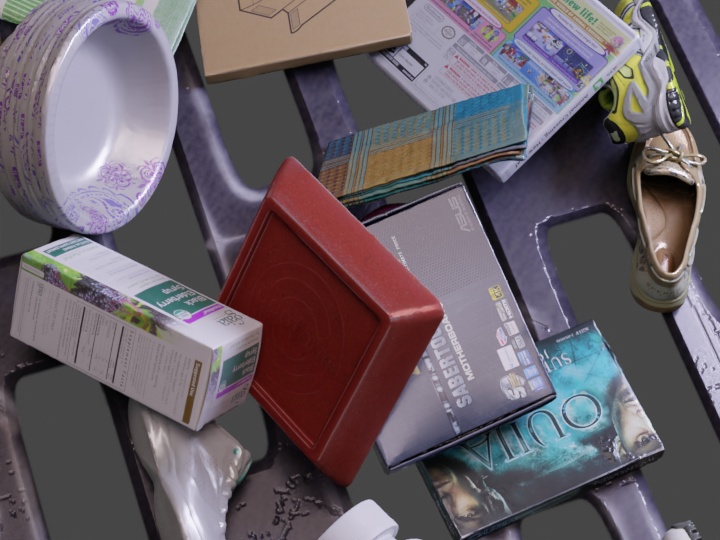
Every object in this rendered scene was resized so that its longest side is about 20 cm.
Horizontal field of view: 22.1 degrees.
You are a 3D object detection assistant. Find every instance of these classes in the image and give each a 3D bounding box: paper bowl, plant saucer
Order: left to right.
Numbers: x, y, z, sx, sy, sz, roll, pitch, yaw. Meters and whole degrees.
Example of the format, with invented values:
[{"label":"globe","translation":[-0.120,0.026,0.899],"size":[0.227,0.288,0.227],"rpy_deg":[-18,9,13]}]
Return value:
[{"label":"paper bowl","translation":[-0.251,-0.138,1.589],"size":[0.103,0.201,0.202],"rpy_deg":[13,60,26]},{"label":"plant saucer","translation":[-0.045,0.045,1.503],"size":[0.037,0.201,0.200],"rpy_deg":[-13,49,-48]}]

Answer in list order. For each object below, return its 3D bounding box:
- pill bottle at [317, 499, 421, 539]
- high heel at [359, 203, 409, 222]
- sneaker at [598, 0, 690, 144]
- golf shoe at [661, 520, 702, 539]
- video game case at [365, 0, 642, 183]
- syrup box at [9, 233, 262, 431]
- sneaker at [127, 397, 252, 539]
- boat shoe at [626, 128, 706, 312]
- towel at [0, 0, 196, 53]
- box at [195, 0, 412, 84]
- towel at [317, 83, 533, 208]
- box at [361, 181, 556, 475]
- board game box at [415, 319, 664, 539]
[{"label":"pill bottle","translation":[0.046,0.282,1.444],"size":[0.109,0.110,0.200],"rpy_deg":[-39,72,-22]},{"label":"high heel","translation":[0.000,0.000,1.604],"size":[0.198,0.068,0.097],"rpy_deg":[-6,59,6]},{"label":"sneaker","translation":[0.249,-0.191,1.704],"size":[0.076,0.076,0.201],"rpy_deg":[-21,33,14]},{"label":"golf shoe","translation":[0.244,0.296,1.475],"size":[0.087,0.077,0.202],"rpy_deg":[1,62,4]},{"label":"video game case","translation":[0.129,-0.205,1.700],"size":[0.182,0.022,0.200],"rpy_deg":[-44,60,-1]},{"label":"syrup box","translation":[-0.187,0.049,1.526],"size":[0.199,0.082,0.079],"rpy_deg":[24,25,22]},{"label":"sneaker","translation":[-0.126,0.177,1.511],"size":[0.088,0.075,0.202],"rpy_deg":[-8,62,-22]},{"label":"boat shoe","translation":[0.281,-0.062,1.666],"size":[0.072,0.063,0.202],"rpy_deg":[5,60,-1]},{"label":"towel","translation":[-0.247,-0.279,1.747],"size":[0.198,0.023,0.154],"rpy_deg":[15,62,11]},{"label":"box","translation":[-0.060,-0.267,1.749],"size":[0.198,0.021,0.165],"rpy_deg":[-11,63,2]},{"label":"towel","translation":[0.057,-0.106,1.617],"size":[0.198,0.022,0.147],"rpy_deg":[-16,24,15]},{"label":"box","translation":[0.053,0.048,1.538],"size":[0.156,0.051,0.202],"rpy_deg":[-22,80,-6]},{"label":"board game box","translation":[0.142,0.137,1.572],"size":[0.198,0.028,0.136],"rpy_deg":[-22,66,-14]}]
